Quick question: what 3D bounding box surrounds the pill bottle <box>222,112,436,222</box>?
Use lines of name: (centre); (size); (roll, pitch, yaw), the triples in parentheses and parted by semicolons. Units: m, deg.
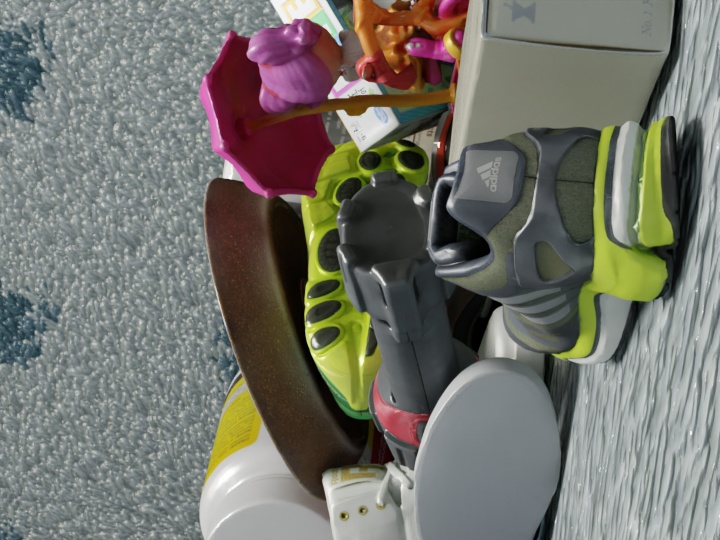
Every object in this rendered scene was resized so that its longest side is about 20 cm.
pill bottle: (0.013, -0.049, 1.201); (0.116, 0.199, 0.117); (9, -90, -88)

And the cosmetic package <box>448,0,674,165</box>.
cosmetic package: (0.079, -0.093, 0.765); (0.200, 0.073, 0.104); (96, 180, -71)

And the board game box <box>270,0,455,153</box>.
board game box: (0.028, -0.155, 1.128); (0.200, 0.034, 0.135); (-24, -98, -56)

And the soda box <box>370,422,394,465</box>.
soda box: (0.042, 0.180, 1.115); (0.063, 0.070, 0.201); (30, 117, 57)

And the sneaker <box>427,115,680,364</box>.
sneaker: (0.065, -0.014, 0.679); (0.200, 0.081, 0.074); (95, -178, -74)

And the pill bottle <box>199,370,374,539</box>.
pill bottle: (-0.045, 0.140, 1.209); (0.200, 0.114, 0.115); (-82, -2, -65)

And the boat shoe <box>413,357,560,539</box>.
boat shoe: (0.059, 0.122, 0.907); (0.057, 0.068, 0.201); (-82, -3, -60)

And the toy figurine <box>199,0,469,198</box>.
toy figurine: (0.007, -0.100, 0.950); (0.200, 0.183, 0.151); (83, 177, -68)

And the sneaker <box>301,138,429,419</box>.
sneaker: (0.000, 0.000, 1.049); (0.084, 0.074, 0.200); (87, -171, -46)

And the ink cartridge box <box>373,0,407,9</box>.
ink cartridge box: (0.073, -0.229, 1.101); (0.117, 0.067, 0.200); (-51, 8, 37)

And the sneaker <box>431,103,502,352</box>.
sneaker: (0.087, -0.023, 1.068); (0.082, 0.077, 0.201); (22, 107, 62)

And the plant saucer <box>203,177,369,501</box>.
plant saucer: (-0.037, 0.035, 1.077); (0.200, 0.034, 0.201); (-19, -90, -80)

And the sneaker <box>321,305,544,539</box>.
sneaker: (0.037, 0.108, 1.007); (0.074, 0.115, 0.201); (-72, -9, -78)

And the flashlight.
flashlight: (0.027, 0.027, 0.882); (0.068, 0.068, 0.200); (-50, -28, -21)
